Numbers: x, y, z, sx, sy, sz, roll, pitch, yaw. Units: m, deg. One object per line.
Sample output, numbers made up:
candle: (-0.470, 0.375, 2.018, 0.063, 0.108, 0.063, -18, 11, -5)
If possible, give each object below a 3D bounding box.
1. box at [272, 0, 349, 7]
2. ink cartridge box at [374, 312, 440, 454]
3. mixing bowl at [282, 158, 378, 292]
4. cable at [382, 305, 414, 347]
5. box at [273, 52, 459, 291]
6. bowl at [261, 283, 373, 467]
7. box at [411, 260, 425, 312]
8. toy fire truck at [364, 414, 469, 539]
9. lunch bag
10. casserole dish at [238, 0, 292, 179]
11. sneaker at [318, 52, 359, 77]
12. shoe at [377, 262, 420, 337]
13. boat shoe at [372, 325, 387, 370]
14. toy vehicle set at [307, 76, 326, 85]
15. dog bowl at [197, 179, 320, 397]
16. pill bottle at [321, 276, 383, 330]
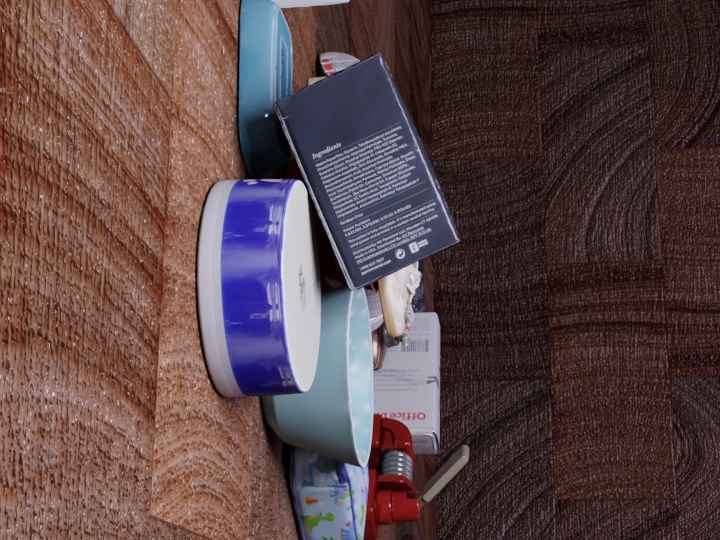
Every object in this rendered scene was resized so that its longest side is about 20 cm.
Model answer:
box: (-0.063, -0.415, 1.451, 0.125, 0.096, 0.202, -80, 165, -59)
ink cartridge box: (0.049, 0.173, 1.959, 0.085, 0.143, 0.203, 77, 14, -58)
mixing bowl: (-0.035, -0.074, 1.534, 0.200, 0.107, 0.204, -1, 90, -83)
cable: (0.055, 0.036, 1.883, 0.201, 0.049, 0.098, -85, 172, -56)
box: (0.011, -0.098, 1.322, 0.200, 0.123, 0.199, -38, 103, -86)
bowl: (-0.048, 0.113, 1.403, 0.201, 0.103, 0.204, -1, 90, -83)
box: (0.049, -0.001, 2.157, 0.200, 0.102, 0.185, -24, 113, -82)
toy fire truck: (0.053, 0.270, 1.758, 0.177, 0.197, 0.130, -82, 167, -52)
lunch bag: (-0.036, 0.235, 1.564, 0.162, 0.081, 0.202, -87, 172, -50)
casserole dish: (-0.098, -0.196, 1.358, 0.121, 0.038, 0.203, 63, 25, -74)
sneaker: (-0.014, -0.223, 1.778, 0.201, 0.076, 0.083, 62, -37, 39)
shoe: (0.049, -0.021, 1.554, 0.070, 0.052, 0.203, 57, 32, -76)
boat shoe: (-0.007, 0.046, 1.883, 0.074, 0.075, 0.203, 38, 42, -73)
toy vehicle set: (-0.047, -0.148, 1.759, 0.201, 0.026, 0.126, 78, 12, -52)
dog bowl: (-0.090, 0.016, 1.205, 0.200, 0.077, 0.204, -2, 90, -83)
pill bottle: (0.000, 0.000, 1.720, 0.201, 0.112, 0.116, 96, -3, -59)
